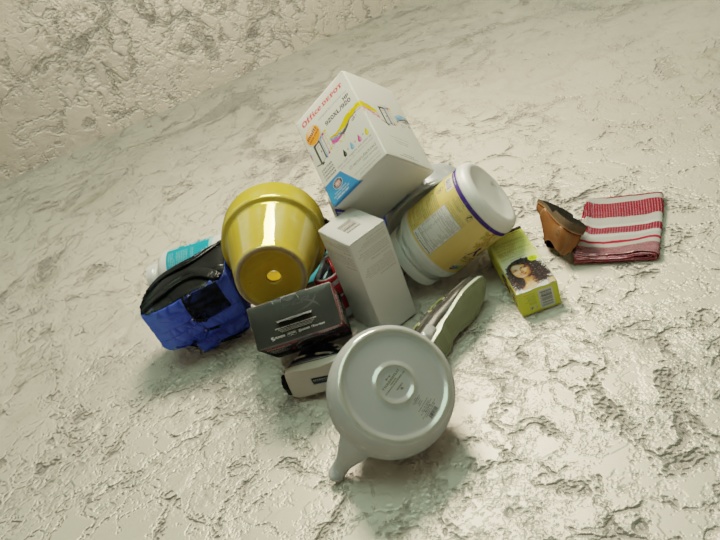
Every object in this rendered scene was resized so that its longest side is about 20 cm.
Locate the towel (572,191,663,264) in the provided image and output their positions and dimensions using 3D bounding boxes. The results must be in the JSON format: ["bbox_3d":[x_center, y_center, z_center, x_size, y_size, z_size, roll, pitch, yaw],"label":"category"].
[{"bbox_3d":[0.462,-0.080,1.342,0.142,0.023,0.201,-4,35,27],"label":"towel"}]

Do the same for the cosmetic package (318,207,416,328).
[{"bbox_3d":[0.013,0.004,1.325,0.084,0.202,0.107,-36,35,-20],"label":"cosmetic package"}]

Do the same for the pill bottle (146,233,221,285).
[{"bbox_3d":[-0.374,-0.005,1.681,0.197,0.112,0.111,-16,31,10],"label":"pill bottle"}]

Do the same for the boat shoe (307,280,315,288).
[{"bbox_3d":[-0.061,0.039,1.477,0.199,0.057,0.067,-39,40,-18],"label":"boat shoe"}]

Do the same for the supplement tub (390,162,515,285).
[{"bbox_3d":[0.163,-0.080,1.358,0.200,0.145,0.146,-40,20,29],"label":"supplement tub"}]

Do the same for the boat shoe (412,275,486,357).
[{"bbox_3d":[0.142,0.076,1.254,0.060,0.072,0.201,12,47,38],"label":"boat shoe"}]

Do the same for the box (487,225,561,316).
[{"bbox_3d":[0.280,-0.003,1.311,0.074,0.051,0.201,-21,30,3],"label":"box"}]

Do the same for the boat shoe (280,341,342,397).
[{"bbox_3d":[-0.032,0.151,1.248,0.197,0.075,0.093,-9,27,23],"label":"boat shoe"}]

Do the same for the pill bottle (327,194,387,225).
[{"bbox_3d":[-0.002,-0.129,1.545,0.111,0.202,0.113,-16,31,10],"label":"pill bottle"}]

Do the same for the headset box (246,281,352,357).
[{"bbox_3d":[-0.101,0.087,1.279,0.147,0.076,0.200,-18,-11,1],"label":"headset box"}]

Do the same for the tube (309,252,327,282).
[{"bbox_3d":[-0.101,0.004,1.561,0.077,0.051,0.200,2,32,32],"label":"tube"}]

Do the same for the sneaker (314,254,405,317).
[{"bbox_3d":[0.000,0.000,1.426,0.199,0.113,0.071,-36,31,-22],"label":"sneaker"}]

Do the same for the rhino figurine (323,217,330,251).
[{"bbox_3d":[-0.104,-0.077,1.623,0.088,0.059,0.200,-66,16,2],"label":"rhino figurine"}]

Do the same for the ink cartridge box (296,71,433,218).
[{"bbox_3d":[0.005,-0.225,1.366,0.147,0.144,0.202,-41,60,30],"label":"ink cartridge box"}]

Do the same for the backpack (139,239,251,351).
[{"bbox_3d":[-0.318,0.071,1.469,0.198,0.169,0.163,-25,22,4],"label":"backpack"}]

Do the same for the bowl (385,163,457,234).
[{"bbox_3d":[0.124,-0.145,1.473,0.199,0.202,0.091,-25,64,-5],"label":"bowl"}]

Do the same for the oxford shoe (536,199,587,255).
[{"bbox_3d":[0.352,-0.082,1.379,0.070,0.072,0.200,21,19,-5],"label":"oxford shoe"}]

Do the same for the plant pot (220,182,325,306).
[{"bbox_3d":[-0.159,-0.032,1.372,0.198,0.203,0.190,-19,30,6],"label":"plant pot"}]

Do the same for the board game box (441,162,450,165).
[{"bbox_3d":[0.102,-0.159,1.662,0.197,0.065,0.148,-10,33,23],"label":"board game box"}]

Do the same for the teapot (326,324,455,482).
[{"bbox_3d":[0.039,0.181,1.088,0.197,0.146,0.200,-7,67,-12],"label":"teapot"}]
